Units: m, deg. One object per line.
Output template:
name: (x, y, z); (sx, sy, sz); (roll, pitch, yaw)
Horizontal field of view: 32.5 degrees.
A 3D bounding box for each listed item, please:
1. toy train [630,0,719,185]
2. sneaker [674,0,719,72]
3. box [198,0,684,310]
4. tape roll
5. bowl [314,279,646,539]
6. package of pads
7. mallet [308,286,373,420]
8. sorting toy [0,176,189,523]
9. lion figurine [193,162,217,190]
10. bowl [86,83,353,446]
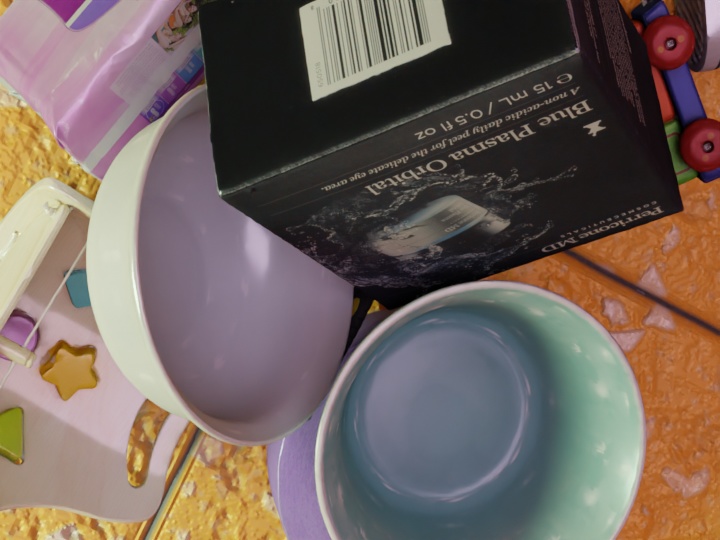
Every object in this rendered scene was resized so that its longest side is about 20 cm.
toy train: (0.159, -0.139, 0.820); (0.114, 0.085, 0.202); (-23, 102, 7)
sneaker: (0.249, -0.239, 0.819); (0.078, 0.079, 0.203); (-10, 111, -4)
box: (0.049, -0.085, 0.667); (0.194, 0.200, 0.119); (-19, 64, 22)
tape roll: (0.037, 0.130, 0.839); (0.196, 0.066, 0.204); (-1, 98, -9)
bowl: (0.061, 0.097, 0.750); (0.197, 0.105, 0.205); (-2, 99, -12)
package of pads: (-0.129, -0.163, 0.735); (0.201, 0.120, 0.076); (-50, 144, 0)
mallet: (0.000, 0.000, 0.794); (0.065, 0.041, 0.201); (32, 74, 19)
sorting toy: (-0.176, 0.070, 0.779); (0.179, 0.107, 0.202); (33, 87, -23)
lion figurine: (-0.057, -0.101, 0.791); (0.200, 0.073, 0.122); (-44, 129, 12)
bowl: (-0.093, -0.002, 0.713); (0.089, 0.200, 0.204); (-5, 103, 34)
